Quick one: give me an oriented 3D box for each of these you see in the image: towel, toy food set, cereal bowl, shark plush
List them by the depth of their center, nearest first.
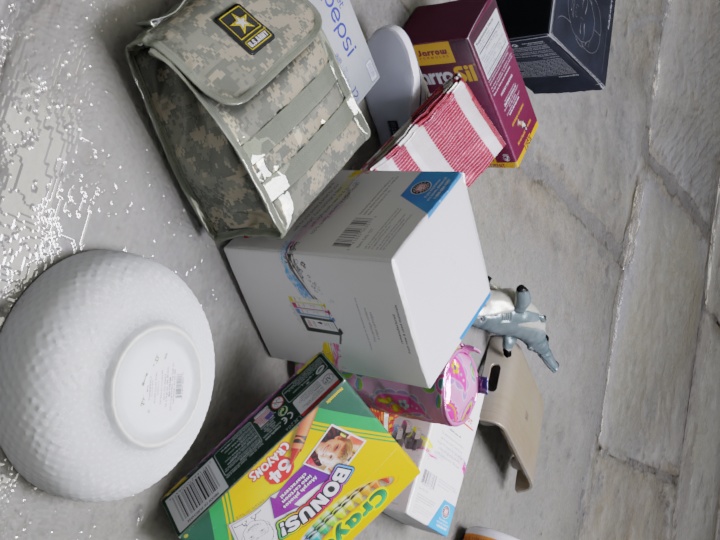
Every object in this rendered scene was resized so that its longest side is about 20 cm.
[{"bbox_3d":[-0.187,0.086,0.692,0.198,0.082,0.205,-6,97,-53],"label":"cereal bowl"},{"bbox_3d":[0.075,-0.112,1.001,0.200,0.023,0.144,-46,138,2],"label":"towel"},{"bbox_3d":[0.223,0.087,1.266,0.084,0.090,0.200,-56,132,-11],"label":"shark plush"},{"bbox_3d":[0.225,0.220,1.310,0.202,0.059,0.145,60,36,-39],"label":"toy food set"}]

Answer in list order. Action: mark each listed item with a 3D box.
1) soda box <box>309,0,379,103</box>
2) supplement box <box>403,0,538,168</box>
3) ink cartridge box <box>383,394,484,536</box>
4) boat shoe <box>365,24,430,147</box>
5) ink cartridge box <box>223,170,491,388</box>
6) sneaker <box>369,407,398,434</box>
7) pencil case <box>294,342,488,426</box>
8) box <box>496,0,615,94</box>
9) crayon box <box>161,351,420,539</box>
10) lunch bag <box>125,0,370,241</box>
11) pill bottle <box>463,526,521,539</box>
[{"bbox_3d":[-0.054,-0.259,0.855,0.064,0.067,0.202,-54,133,-34],"label":"soda box"},{"bbox_3d":[0.137,-0.231,1.087,0.086,0.109,0.201,-59,136,-31],"label":"supplement box"},{"bbox_3d":[0.087,0.217,1.097,0.115,0.067,0.203,42,60,-47],"label":"ink cartridge box"},{"bbox_3d":[0.051,-0.194,1.016,0.065,0.072,0.203,-48,140,-44],"label":"boat shoe"},{"bbox_3d":[0.000,0.000,0.845,0.148,0.197,0.147,-49,132,-39],"label":"ink cartridge box"},{"bbox_3d":[0.011,0.154,0.997,0.074,0.076,0.200,65,26,-6],"label":"sneaker"},{"bbox_3d":[0.028,0.105,0.893,0.087,0.197,0.090,-10,102,-55],"label":"pencil case"},{"bbox_3d":[0.265,-0.378,1.205,0.195,0.122,0.205,17,80,-50],"label":"box"},{"bbox_3d":[-0.059,0.206,0.827,0.200,0.058,0.173,-42,129,-6],"label":"crayon box"},{"bbox_3d":[-0.099,-0.157,0.766,0.165,0.116,0.202,-51,126,-38],"label":"lunch bag"},{"bbox_3d":[0.173,0.473,1.205,0.112,0.110,0.203,45,58,-46],"label":"pill bottle"}]
